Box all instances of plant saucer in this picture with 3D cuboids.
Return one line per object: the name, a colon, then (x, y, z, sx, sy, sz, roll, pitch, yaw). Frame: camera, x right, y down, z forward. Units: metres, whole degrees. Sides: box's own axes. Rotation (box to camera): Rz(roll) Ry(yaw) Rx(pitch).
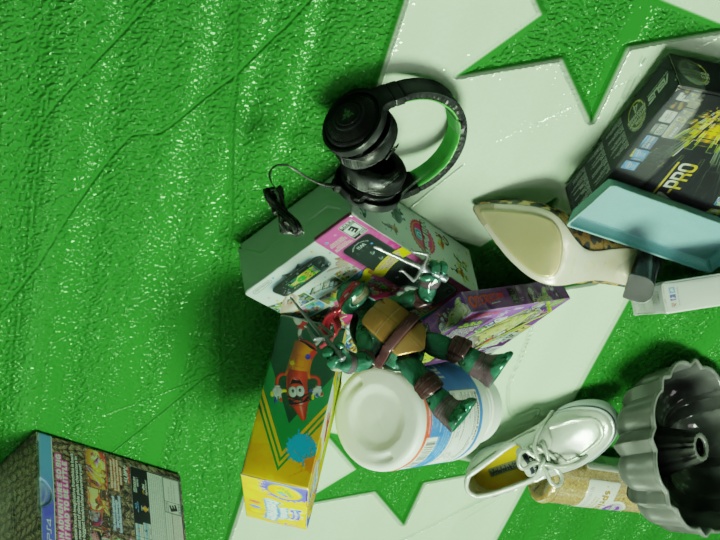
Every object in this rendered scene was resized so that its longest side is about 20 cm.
plant saucer: (0.296, -0.045, 1.664, 0.199, 0.019, 0.070, 17, 137, -32)

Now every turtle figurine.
turtle figurine: (0.038, 0.057, 1.613, 0.150, 0.200, 0.101, -51, 173, -10)

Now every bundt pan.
bundt pan: (0.359, 0.205, 1.938, 0.075, 0.203, 0.201, -13, 149, 42)

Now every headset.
headset: (0.008, -0.096, 1.535, 0.199, 0.094, 0.124, -22, 138, -8)

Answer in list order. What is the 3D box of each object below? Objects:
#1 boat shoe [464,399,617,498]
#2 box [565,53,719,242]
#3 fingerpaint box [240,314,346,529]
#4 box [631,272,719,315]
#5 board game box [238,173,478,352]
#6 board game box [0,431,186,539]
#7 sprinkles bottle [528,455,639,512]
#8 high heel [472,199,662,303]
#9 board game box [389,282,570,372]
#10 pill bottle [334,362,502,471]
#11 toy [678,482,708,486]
boat shoe: (0.204, 0.215, 1.965, 0.201, 0.086, 0.075, -24, 96, 24)
box: (0.314, -0.114, 1.629, 0.160, 0.049, 0.200, 10, 139, -24)
fingerpaint box: (-0.069, 0.159, 1.727, 0.073, 0.168, 0.200, 12, 161, 2)
box: (0.393, 0.015, 1.762, 0.198, 0.037, 0.144, -8, 178, -5)
board game box: (0.000, 0.000, 1.683, 0.147, 0.065, 0.199, -34, 138, 26)
board game box: (-0.301, 0.294, 1.895, 0.199, 0.160, 0.097, 23, 131, -35)
sprinkles bottle: (0.304, 0.261, 2.082, 0.199, 0.069, 0.068, 10, 137, -24)
high heel: (0.210, -0.031, 1.715, 0.199, 0.143, 0.072, 26, 108, 4)
board game box: (0.120, 0.056, 1.741, 0.120, 0.032, 0.199, -33, 164, 32)
pill bottle: (0.069, 0.152, 1.813, 0.112, 0.113, 0.199, -34, 162, 27)
toy: (0.463, 0.223, 2.071, 0.198, 0.115, 0.048, 1, 100, -11)
